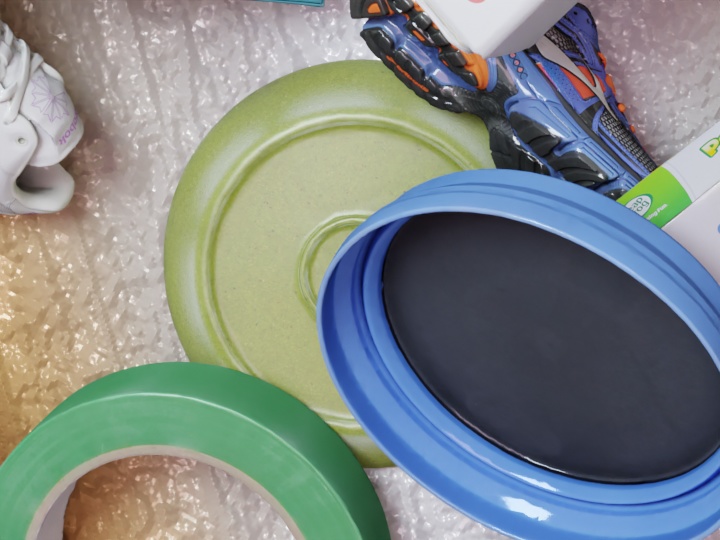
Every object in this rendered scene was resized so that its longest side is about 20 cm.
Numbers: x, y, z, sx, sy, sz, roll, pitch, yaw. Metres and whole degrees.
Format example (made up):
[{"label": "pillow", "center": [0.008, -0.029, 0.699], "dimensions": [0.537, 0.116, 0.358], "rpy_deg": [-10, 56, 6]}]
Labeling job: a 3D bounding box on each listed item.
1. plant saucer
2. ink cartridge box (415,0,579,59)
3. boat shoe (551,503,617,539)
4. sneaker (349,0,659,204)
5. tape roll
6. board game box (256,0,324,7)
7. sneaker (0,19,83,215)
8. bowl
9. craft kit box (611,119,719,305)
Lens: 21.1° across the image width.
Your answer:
[{"label": "plant saucer", "center": [0.000, 0.000, 0.926], "dimensions": [0.200, 0.031, 0.200], "rpy_deg": [1, 98, 8]}, {"label": "ink cartridge box", "center": [0.081, -0.204, 0.783], "dimensions": [0.200, 0.084, 0.144], "rpy_deg": [-43, 83, 20]}, {"label": "boat shoe", "center": [0.061, 0.177, 0.921], "dimensions": [0.071, 0.072, 0.200], "rpy_deg": [35, 83, 37]}, {"label": "sneaker", "center": [0.090, -0.082, 0.878], "dimensions": [0.200, 0.075, 0.078], "rpy_deg": [47, 67, -5]}, {"label": "tape roll", "center": [-0.086, 0.146, 0.934], "dimensions": [0.200, 0.048, 0.201], "rpy_deg": [3, 108, 11]}, {"label": "board game box", "center": [-0.080, -0.222, 0.851], "dimensions": [0.151, 0.047, 0.200], "rpy_deg": [-1, 101, -37]}, {"label": "sneaker", "center": [-0.174, -0.099, 0.873], "dimensions": [0.099, 0.075, 0.200], "rpy_deg": [11, 144, 11]}, {"label": "bowl", "center": [0.078, 0.041, 0.834], "dimensions": [0.200, 0.039, 0.201], "rpy_deg": [20, 138, 19]}, {"label": "craft kit box", "center": [0.236, -0.010, 0.846], "dimensions": [0.197, 0.049, 0.200], "rpy_deg": [-36, 119, 13]}]
